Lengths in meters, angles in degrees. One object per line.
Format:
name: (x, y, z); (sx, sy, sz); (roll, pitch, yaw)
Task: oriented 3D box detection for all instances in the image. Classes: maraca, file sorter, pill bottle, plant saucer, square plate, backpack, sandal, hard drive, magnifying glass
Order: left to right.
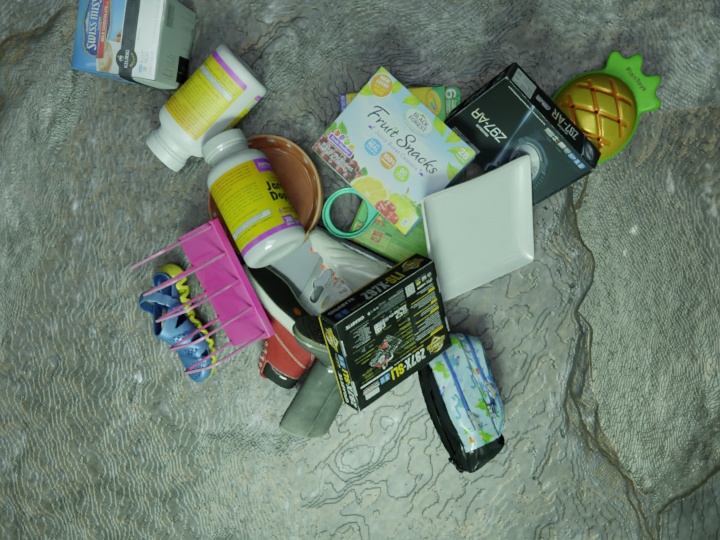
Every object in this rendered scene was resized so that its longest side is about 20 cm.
sandal: (-0.308, 0.095, 1.550); (0.079, 0.087, 0.203); (-24, 92, 39)
file sorter: (-0.255, 0.047, 1.472); (0.125, 0.138, 0.202); (-31, 98, -34)
pill bottle: (-0.251, -0.256, 1.500); (0.200, 0.104, 0.104); (-44, 94, 7)
pill bottle: (-0.172, -0.114, 1.456); (0.103, 0.104, 0.202); (-29, 81, 6)
plant saucer: (-0.154, -0.118, 1.530); (0.197, 0.032, 0.204); (-1, 87, 16)
hard drive: (-0.059, 0.008, 1.561); (0.198, 0.033, 0.141); (26, 98, -1)
magnifying glass: (0.031, -0.115, 1.498); (0.197, 0.022, 0.081); (-24, 94, 4)
backpack: (0.163, 0.203, 1.525); (0.153, 0.163, 0.201); (-35, 88, -2)
square plate: (0.183, -0.065, 1.464); (0.197, 0.028, 0.201); (-23, 126, -18)
maraca: (0.378, -0.253, 1.469); (0.199, 0.107, 0.138); (-41, 88, 3)

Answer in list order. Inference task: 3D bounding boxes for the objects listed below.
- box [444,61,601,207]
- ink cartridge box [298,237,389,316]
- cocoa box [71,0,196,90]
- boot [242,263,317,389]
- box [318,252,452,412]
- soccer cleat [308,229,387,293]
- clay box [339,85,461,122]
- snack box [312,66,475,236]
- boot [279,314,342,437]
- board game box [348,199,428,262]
box: (0.247, -0.202, 1.450); (0.200, 0.044, 0.160); (43, 142, -13)
ink cartridge box: (0.004, 0.064, 1.537); (0.198, 0.057, 0.164); (32, 99, 19)
cocoa box: (-0.344, -0.357, 1.443); (0.129, 0.200, 0.136); (10, 97, 2)
boot: (-0.154, 0.095, 1.535); (0.200, 0.072, 0.144); (48, 121, 2)
box: (0.042, 0.091, 1.412); (0.199, 0.049, 0.162); (-32, 125, -27)
soccer cleat: (0.000, 0.000, 1.483); (0.078, 0.069, 0.200); (-45, 85, 7)
clay box: (0.068, -0.235, 1.516); (0.196, 0.048, 0.117); (-5, 97, 4)
snack box: (0.053, -0.183, 1.453); (0.200, 0.068, 0.169); (43, 93, 4)
boot: (-0.076, 0.172, 1.472); (0.180, 0.073, 0.201); (19, 123, -36)
board game box: (0.087, -0.060, 1.538); (0.197, 0.048, 0.103); (25, 97, -1)
